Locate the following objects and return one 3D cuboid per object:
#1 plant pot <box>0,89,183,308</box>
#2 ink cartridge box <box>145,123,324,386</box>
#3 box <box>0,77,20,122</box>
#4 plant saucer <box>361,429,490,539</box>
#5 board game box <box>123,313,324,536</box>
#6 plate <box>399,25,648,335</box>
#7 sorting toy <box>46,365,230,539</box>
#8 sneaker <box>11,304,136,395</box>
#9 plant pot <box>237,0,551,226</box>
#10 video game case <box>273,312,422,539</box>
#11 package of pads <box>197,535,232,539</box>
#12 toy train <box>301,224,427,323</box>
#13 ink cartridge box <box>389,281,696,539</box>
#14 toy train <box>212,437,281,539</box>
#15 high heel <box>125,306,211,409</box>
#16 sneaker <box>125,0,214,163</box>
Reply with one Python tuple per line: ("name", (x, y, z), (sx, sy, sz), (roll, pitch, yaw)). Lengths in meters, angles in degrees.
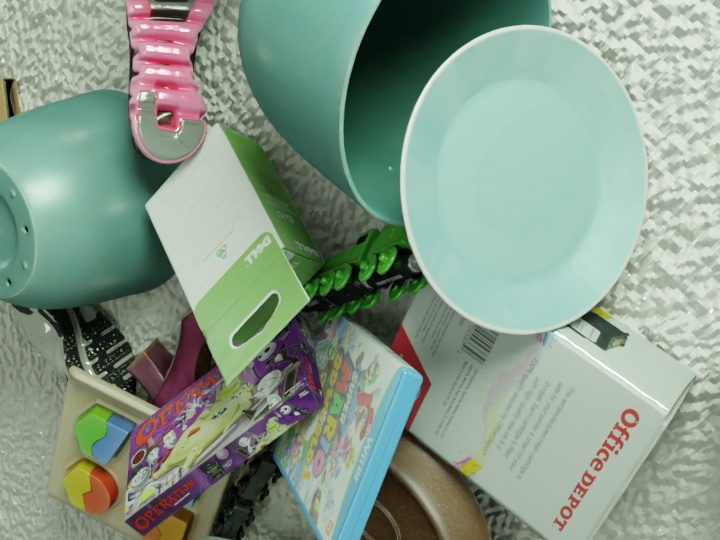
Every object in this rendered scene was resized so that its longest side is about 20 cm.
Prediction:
("plant pot", (-0.282, -0.058, 0.891), (0.198, 0.160, 0.205), (9, 108, 29))
("ink cartridge box", (-0.097, -0.012, 0.794), (0.104, 0.059, 0.201), (-43, 56, 19))
("box", (-0.442, -0.129, 1.062), (0.197, 0.021, 0.167), (6, 106, 32))
("plant saucer", (0.021, 0.205, 0.810), (0.198, 0.034, 0.203), (27, 134, 32))
("board game box", (-0.121, 0.127, 0.829), (0.199, 0.120, 0.032), (-38, 115, 10))
("plate", (0.109, -0.059, 0.643), (0.025, 0.197, 0.204), (10, 112, 66))
("sorting toy", (-0.227, 0.207, 0.959), (0.183, 0.037, 0.202), (25, 125, 6))
("sneaker", (-0.302, 0.074, 1.008), (0.201, 0.073, 0.080), (55, 140, 13))
("plant pot", (0.008, -0.156, 0.666), (0.160, 0.199, 0.204), (32, 119, 37))
("video game case", (-0.017, 0.119, 0.751), (0.145, 0.018, 0.200), (-68, 20, 4))
("package of pads", (-0.088, 0.316, 0.857), (0.196, 0.155, 0.070), (6, 111, 15))
("toy train", (0.000, 0.000, 0.753), (0.041, 0.057, 0.199), (32, 158, -19))
("ink cartridge box", (0.123, 0.088, 0.717), (0.199, 0.082, 0.147), (36, 119, 20))
("toy train", (-0.094, 0.185, 0.909), (0.034, 0.046, 0.202), (20, 123, -15))
("high heel", (-0.135, 0.076, 0.905), (0.096, 0.068, 0.199), (47, 126, -6))
("sneaker", (-0.173, -0.188, 0.835), (0.095, 0.078, 0.204), (168, 108, -70))
